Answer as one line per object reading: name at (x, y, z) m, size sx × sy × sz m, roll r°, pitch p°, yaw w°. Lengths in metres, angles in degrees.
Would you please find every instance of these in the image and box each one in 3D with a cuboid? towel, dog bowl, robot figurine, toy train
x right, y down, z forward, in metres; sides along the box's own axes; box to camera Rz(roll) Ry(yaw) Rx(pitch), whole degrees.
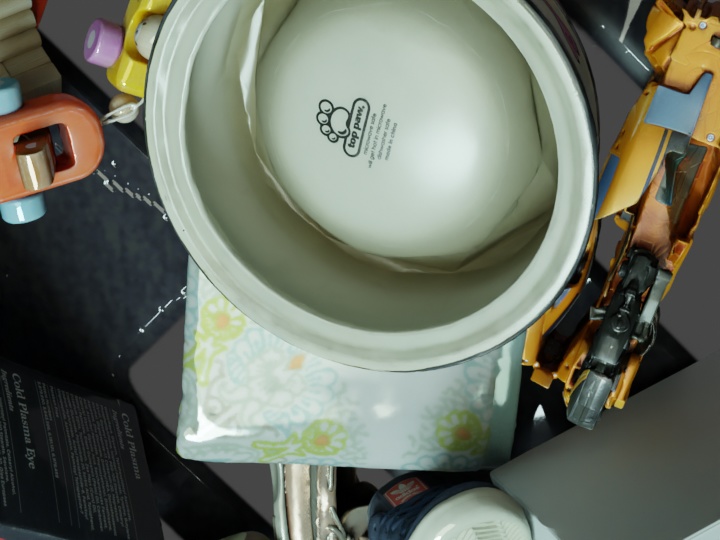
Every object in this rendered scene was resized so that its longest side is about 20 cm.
towel at (0.000, 0.000, 0.802) m, size 0.170 × 0.048 × 0.201 m, roll 4°, pitch 101°, yaw -4°
dog bowl at (0.012, -0.061, 0.695) m, size 0.199 × 0.074 × 0.201 m, roll 10°, pitch 119°, yaw 19°
robot figurine at (0.127, -0.026, 0.748) m, size 0.058 × 0.145 × 0.201 m, roll 22°, pitch 106°, yaw 8°
toy train at (-0.134, -0.121, 0.763) m, size 0.150 × 0.056 × 0.201 m, roll -14°, pitch 115°, yaw -21°

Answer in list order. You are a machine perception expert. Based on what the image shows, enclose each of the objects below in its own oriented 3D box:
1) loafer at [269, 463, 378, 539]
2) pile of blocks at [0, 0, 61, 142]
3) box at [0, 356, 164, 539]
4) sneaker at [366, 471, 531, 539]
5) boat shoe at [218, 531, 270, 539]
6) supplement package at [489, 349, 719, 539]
loafer at (-0.017, 0.114, 0.874) m, size 0.063 × 0.072 × 0.201 m, roll -6°, pitch 109°, yaw 6°
pile of blocks at (-0.194, -0.158, 0.807) m, size 0.062 × 0.082 × 0.201 m, roll -26°, pitch 123°, yaw -23°
box at (-0.238, 0.134, 0.856) m, size 0.200 × 0.182 × 0.104 m, roll -30°, pitch 59°, yaw 22°
sneaker at (0.035, 0.132, 0.818) m, size 0.075 × 0.200 × 0.085 m, roll -22°, pitch 65°, yaw -11°
boat shoe at (-0.116, 0.199, 0.891) m, size 0.072 × 0.076 × 0.200 m, roll 56°, pitch 137°, yaw 10°
supplement package at (0.185, 0.169, 0.781) m, size 0.150 × 0.152 × 0.201 m, roll -26°, pitch 107°, yaw -8°
